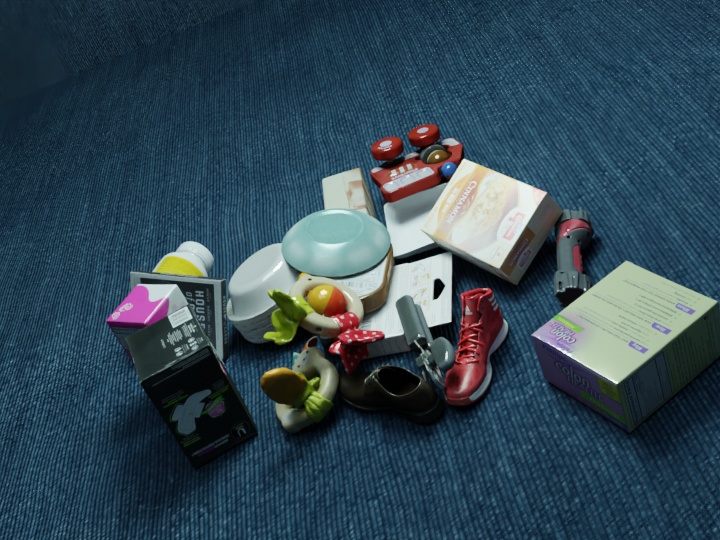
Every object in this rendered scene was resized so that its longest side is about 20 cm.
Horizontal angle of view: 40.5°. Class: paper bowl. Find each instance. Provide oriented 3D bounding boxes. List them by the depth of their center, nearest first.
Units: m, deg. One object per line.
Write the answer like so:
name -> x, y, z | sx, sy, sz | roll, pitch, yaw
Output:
paper bowl -> -0.162, 0.029, 1.798 | 0.200, 0.105, 0.201 | -29, 26, 15

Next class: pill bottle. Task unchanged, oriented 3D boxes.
pill bottle -> -0.372, 0.034, 1.955 | 0.111, 0.112, 0.200 | -4, 39, 28

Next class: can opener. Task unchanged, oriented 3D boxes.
can opener -> 0.105, 0.108, 1.534 | 0.066, 0.053, 0.200 | -36, 35, 9

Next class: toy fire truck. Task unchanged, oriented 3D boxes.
toy fire truck -> 0.120, -0.204, 1.963 | 0.199, 0.113, 0.168 | -21, 30, -8

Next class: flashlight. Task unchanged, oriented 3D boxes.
flashlight -> 0.357, -0.018, 1.617 | 0.067, 0.068, 0.201 | -21, 36, 24

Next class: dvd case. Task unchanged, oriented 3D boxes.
dvd case -> -0.338, 0.082, 1.814 | 0.199, 0.151, 0.025 | 5, 13, 24

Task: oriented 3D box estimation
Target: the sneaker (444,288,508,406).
sneaker -> 0.164, 0.106, 1.510 | 0.078, 0.116, 0.200 | -4, 38, 28

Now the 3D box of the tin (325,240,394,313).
tin -> 0.000, 0.000, 1.730 | 0.111, 0.042, 0.200 | 6, 39, 6

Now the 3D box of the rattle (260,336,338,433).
rattle -> -0.119, 0.155, 1.595 | 0.130, 0.142, 0.201 | -48, 29, 33

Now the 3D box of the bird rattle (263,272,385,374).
bird rattle -> -0.053, 0.066, 1.579 | 0.199, 0.113, 0.163 | 12, 38, 3

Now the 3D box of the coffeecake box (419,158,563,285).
coffeecake box -> 0.227, -0.088, 1.708 | 0.200, 0.073, 0.154 | 30, 85, 43

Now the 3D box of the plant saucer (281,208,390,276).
plant saucer -> -0.045, -0.064, 1.754 | 0.200, 0.039, 0.201 | -2, 37, 2

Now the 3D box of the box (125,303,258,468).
box -> -0.275, 0.188, 1.594 | 0.124, 0.201, 0.149 | -28, 32, -8

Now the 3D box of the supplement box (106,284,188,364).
supplement box -> -0.339, 0.131, 1.715 | 0.103, 0.201, 0.101 | 2, 40, 33

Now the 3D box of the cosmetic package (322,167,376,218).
cosmetic package -> -0.018, -0.107, 1.940 | 0.087, 0.104, 0.200 | -17, 35, 7

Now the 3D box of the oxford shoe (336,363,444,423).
oxford shoe -> 0.035, 0.175, 1.523 | 0.199, 0.085, 0.073 | 2, 45, 40

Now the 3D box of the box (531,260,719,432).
box -> 0.382, 0.103, 1.394 | 0.200, 0.097, 0.176 | -35, 34, -17

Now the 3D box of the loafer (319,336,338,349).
loafer -> -0.038, 0.060, 1.744 | 0.068, 0.071, 0.201 | -10, 35, 21

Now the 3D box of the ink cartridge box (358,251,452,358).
ink cartridge box -> 0.081, 0.059, 1.695 | 0.175, 0.045, 0.200 | -13, 35, 16

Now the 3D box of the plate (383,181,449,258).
plate -> 0.148, -0.099, 1.888 | 0.199, 0.032, 0.200 | -19, 32, 9
